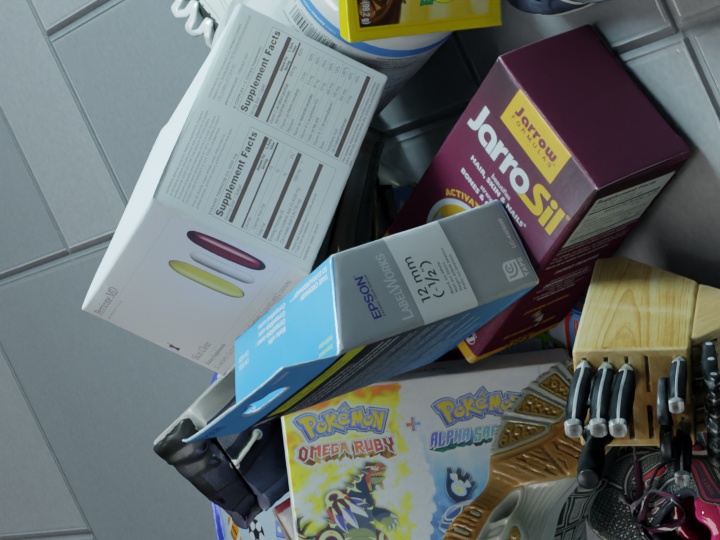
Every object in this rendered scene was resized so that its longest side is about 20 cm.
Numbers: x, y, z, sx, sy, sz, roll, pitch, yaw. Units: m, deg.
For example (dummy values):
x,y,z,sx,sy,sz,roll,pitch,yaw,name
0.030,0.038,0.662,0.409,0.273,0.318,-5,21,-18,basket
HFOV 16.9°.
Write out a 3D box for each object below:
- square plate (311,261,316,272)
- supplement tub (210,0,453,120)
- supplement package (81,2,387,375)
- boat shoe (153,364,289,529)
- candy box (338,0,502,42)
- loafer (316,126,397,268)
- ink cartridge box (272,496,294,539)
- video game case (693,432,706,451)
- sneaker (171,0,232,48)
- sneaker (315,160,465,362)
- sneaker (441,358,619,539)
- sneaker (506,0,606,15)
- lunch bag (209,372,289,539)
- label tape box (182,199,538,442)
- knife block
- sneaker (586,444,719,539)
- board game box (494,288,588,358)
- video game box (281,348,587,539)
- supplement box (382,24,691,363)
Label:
x,y,z,sx,sy,sz,roll,pitch,yaw,name
-0.023,0.007,1.793,0.200,0.028,0.198,55,-166,12,square plate
-0.012,-0.174,1.617,0.132,0.132,0.200,58,152,6,supplement tub
-0.086,-0.048,1.583,0.111,0.156,0.200,26,153,-8,supplement package
-0.064,0.105,1.710,0.093,0.200,0.075,47,129,-1,boat shoe
0.032,-0.244,1.475,0.026,0.102,0.201,-136,39,-68,candy box
0.000,0.000,1.650,0.063,0.072,0.201,13,103,4,loafer
0.031,0.182,1.763,0.086,0.147,0.200,56,179,15,ink cartridge box
0.256,0.106,1.523,0.200,0.036,0.182,3,117,58,video game case
-0.062,-0.169,1.772,0.200,0.075,0.081,48,135,18,sneaker
0.023,-0.009,1.699,0.200,0.075,0.090,51,142,22,sneaker
0.119,0.147,1.578,0.076,0.200,0.088,28,167,34,sneaker
0.121,-0.188,1.435,0.200,0.084,0.075,-19,99,62,sneaker
-0.053,0.166,2.000,0.170,0.124,0.201,3,104,57,lunch bag
-0.010,0.033,1.494,0.143,0.200,0.066,-40,71,54,label tape box
0.152,0.063,1.437,0.200,0.175,0.064,22,124,52,knife block
0.197,0.147,1.540,0.081,0.075,0.200,61,153,-2,sneaker
0.127,0.069,1.699,0.200,0.037,0.152,23,132,48,board game box
0.052,0.154,1.627,0.047,0.199,0.183,-104,8,-81,video game box
0.108,-0.047,1.545,0.110,0.085,0.200,55,142,19,supplement box
